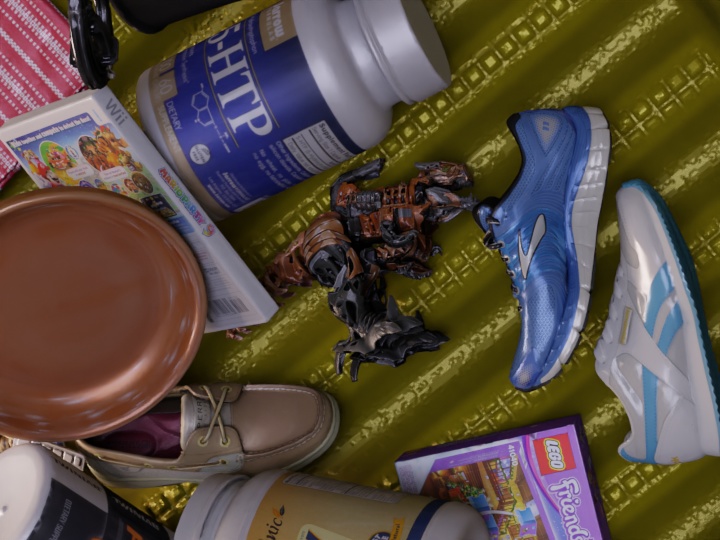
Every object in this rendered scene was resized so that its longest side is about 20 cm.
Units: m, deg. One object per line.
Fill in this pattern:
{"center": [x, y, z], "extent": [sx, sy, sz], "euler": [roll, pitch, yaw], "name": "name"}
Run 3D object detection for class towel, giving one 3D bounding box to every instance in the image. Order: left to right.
{"center": [-0.297, -0.131, 1.601], "extent": [0.145, 0.022, 0.200], "euler": [45, 102, 5], "name": "towel"}

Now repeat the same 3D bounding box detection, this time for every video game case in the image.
{"center": [-0.158, -0.036, 1.510], "extent": [0.143, 0.018, 0.200], "euler": [-11, 122, 53], "name": "video game case"}

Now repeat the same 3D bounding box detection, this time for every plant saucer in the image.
{"center": [-0.206, 0.027, 1.480], "extent": [0.199, 0.038, 0.201], "euler": [-8, 122, -12], "name": "plant saucer"}

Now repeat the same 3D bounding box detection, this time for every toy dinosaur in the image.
{"center": [0.000, 0.000, 1.533], "extent": [0.200, 0.102, 0.136], "euler": [-34, 73, 32], "name": "toy dinosaur"}

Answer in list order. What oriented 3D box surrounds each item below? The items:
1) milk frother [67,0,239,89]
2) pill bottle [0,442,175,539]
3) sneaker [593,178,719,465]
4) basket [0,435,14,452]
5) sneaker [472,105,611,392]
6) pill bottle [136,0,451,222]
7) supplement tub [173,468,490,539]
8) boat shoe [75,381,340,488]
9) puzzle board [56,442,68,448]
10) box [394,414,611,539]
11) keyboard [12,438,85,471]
{"center": [-0.095, -0.215, 1.431], "extent": [0.187, 0.180, 0.201], "euler": [-14, 62, 24], "name": "milk frother"}
{"center": [-0.190, 0.215, 1.547], "extent": [0.106, 0.106, 0.200], "euler": [-41, 126, 14], "name": "pill bottle"}
{"center": [0.199, 0.038, 1.489], "extent": [0.080, 0.076, 0.202], "euler": [-11, 93, 16], "name": "sneaker"}
{"center": [-0.342, 0.069, 1.563], "extent": [0.199, 0.143, 0.150], "euler": [-12, 81, 13], "name": "basket"}
{"center": [0.118, -0.016, 1.493], "extent": [0.088, 0.079, 0.202], "euler": [6, 91, -1], "name": "sneaker"}
{"center": [-0.044, -0.126, 1.495], "extent": [0.199, 0.120, 0.120], "euler": [-25, 92, 14], "name": "pill bottle"}
{"center": [-0.021, 0.218, 1.495], "extent": [0.199, 0.144, 0.146], "euler": [8, 100, 21], "name": "supplement tub"}
{"center": [-0.115, 0.117, 1.561], "extent": [0.199, 0.066, 0.075], "euler": [-12, 62, 13], "name": "boat shoe"}
{"center": [-0.291, 0.163, 1.643], "extent": [0.150, 0.017, 0.201], "euler": [-15, 94, 14], "name": "puzzle board"}
{"center": [0.115, 0.216, 1.550], "extent": [0.136, 0.039, 0.202], "euler": [-13, 95, 15], "name": "box"}
{"center": [-0.247, 0.210, 1.611], "extent": [0.056, 0.011, 0.201], "euler": [16, 119, 2], "name": "keyboard"}
